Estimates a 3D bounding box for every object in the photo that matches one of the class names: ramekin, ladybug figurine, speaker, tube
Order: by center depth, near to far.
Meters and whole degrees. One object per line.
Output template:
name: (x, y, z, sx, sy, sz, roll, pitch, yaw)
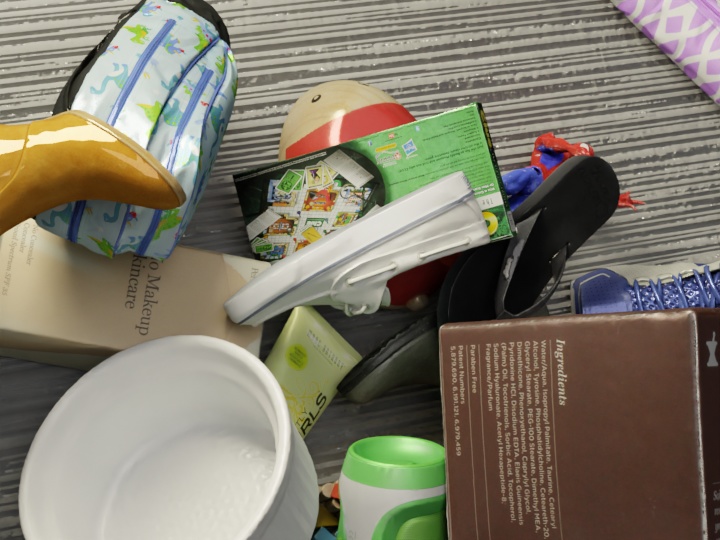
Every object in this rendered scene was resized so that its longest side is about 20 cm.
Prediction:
ramekin: (-0.126, 0.154, 1.199, 0.200, 0.098, 0.201, -11, 54, 15)
speaker: (0.023, 0.225, 1.242, 0.088, 0.088, 0.201, -1, 102, -17)
tube: (-0.071, 0.119, 1.301, 0.052, 0.058, 0.200, 26, 64, 17)
ladybug figurine: (0.013, -0.063, 1.365, 0.135, 0.072, 0.200, -23, 83, -21)

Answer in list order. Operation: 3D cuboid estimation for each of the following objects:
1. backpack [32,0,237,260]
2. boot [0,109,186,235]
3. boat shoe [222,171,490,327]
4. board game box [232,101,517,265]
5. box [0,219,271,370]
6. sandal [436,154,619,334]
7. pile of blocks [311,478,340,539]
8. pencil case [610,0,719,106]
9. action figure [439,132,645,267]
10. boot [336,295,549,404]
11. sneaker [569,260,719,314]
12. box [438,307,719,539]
backpack: (-0.161, -0.093, 1.226, 0.154, 0.163, 0.200, 34, 28, 8)
boot: (-0.225, -0.039, 1.079, 0.201, 0.071, 0.144, 25, 66, 13)
boat shoe: (0.000, 0.000, 1.245, 0.200, 0.074, 0.065, -27, 95, 0)
board game box: (0.009, -0.049, 1.303, 0.199, 0.023, 0.105, -15, 87, 16)
box: (-0.174, 0.027, 1.281, 0.199, 0.078, 0.095, 10, 71, -13)
sandal: (0.129, -0.011, 1.311, 0.200, 0.043, 0.076, -50, 120, -14)
pile of blocks: (0.020, 0.181, 1.304, 0.199, 0.062, 0.082, -7, 77, -18)
pencil case: (0.303, -0.206, 1.484, 0.200, 0.085, 0.084, 42, 70, -3)
action figure: (0.151, -0.062, 1.371, 0.200, 0.099, 0.065, -35, 121, -47)
boot: (0.090, 0.088, 1.345, 0.200, 0.068, 0.131, -28, 85, -28)
sneaker: (0.275, 0.019, 1.396, 0.199, 0.115, 0.081, 0, 74, -17)
box: (0.181, 0.113, 1.208, 0.166, 0.200, 0.165, 3, 83, -54)
